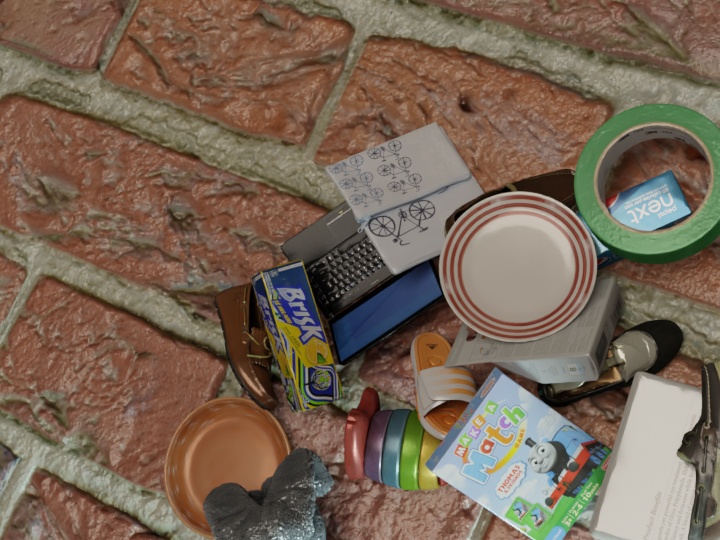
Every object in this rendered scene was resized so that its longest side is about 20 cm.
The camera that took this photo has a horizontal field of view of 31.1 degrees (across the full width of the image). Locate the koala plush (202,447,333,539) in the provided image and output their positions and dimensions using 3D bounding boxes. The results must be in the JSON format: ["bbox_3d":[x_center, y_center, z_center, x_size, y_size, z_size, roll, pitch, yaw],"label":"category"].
[{"bbox_3d":[-0.092,0.374,1.696,0.177,0.184,0.200,-25,108,1],"label":"koala plush"}]

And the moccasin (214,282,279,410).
[{"bbox_3d":[-0.148,0.106,1.833,0.078,0.074,0.201,-24,51,8],"label":"moccasin"}]

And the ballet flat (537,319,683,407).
[{"bbox_3d":[0.318,0.123,1.647,0.200,0.068,0.068,-29,77,13],"label":"ballet flat"}]

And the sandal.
[{"bbox_3d":[0.106,0.138,1.681,0.079,0.059,0.207,-1,39,-13],"label":"sandal"}]

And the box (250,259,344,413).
[{"bbox_3d":[-0.088,0.091,1.778,0.064,0.070,0.200,-17,86,-19],"label":"box"}]

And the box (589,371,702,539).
[{"bbox_3d":[0.388,0.245,1.516,0.171,0.200,0.199,15,83,21],"label":"box"}]

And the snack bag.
[{"bbox_3d":[0.076,-0.100,1.778,0.188,0.021,0.200,-22,64,-16],"label":"snack bag"}]

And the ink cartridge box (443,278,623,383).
[{"bbox_3d":[0.225,0.082,1.665,0.200,0.047,0.160,-8,33,30],"label":"ink cartridge box"}]

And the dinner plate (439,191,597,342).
[{"bbox_3d":[0.201,-0.004,1.649,0.200,0.024,0.200,-3,72,11],"label":"dinner plate"}]

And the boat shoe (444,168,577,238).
[{"bbox_3d":[0.209,-0.085,1.715,0.202,0.075,0.075,-26,68,-7],"label":"boat shoe"}]

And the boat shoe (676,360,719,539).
[{"bbox_3d":[0.373,0.197,1.386,0.066,0.072,0.201,-4,78,13],"label":"boat shoe"}]

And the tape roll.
[{"bbox_3d":[0.372,-0.110,1.629,0.200,0.048,0.201,-6,73,19],"label":"tape roll"}]

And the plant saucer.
[{"bbox_3d":[-0.182,0.279,1.823,0.200,0.037,0.200,-5,75,21],"label":"plant saucer"}]

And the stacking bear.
[{"bbox_3d":[0.089,0.234,1.691,0.200,0.121,0.114,7,109,13],"label":"stacking bear"}]

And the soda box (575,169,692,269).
[{"bbox_3d":[0.331,-0.053,1.691,0.200,0.064,0.068,-25,69,13],"label":"soda box"}]

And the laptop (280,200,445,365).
[{"bbox_3d":[0.000,0.000,1.783,0.177,0.103,0.200,-34,84,10],"label":"laptop"}]

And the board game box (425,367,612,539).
[{"bbox_3d":[0.204,0.238,1.615,0.200,0.037,0.151,35,91,-15],"label":"board game box"}]
